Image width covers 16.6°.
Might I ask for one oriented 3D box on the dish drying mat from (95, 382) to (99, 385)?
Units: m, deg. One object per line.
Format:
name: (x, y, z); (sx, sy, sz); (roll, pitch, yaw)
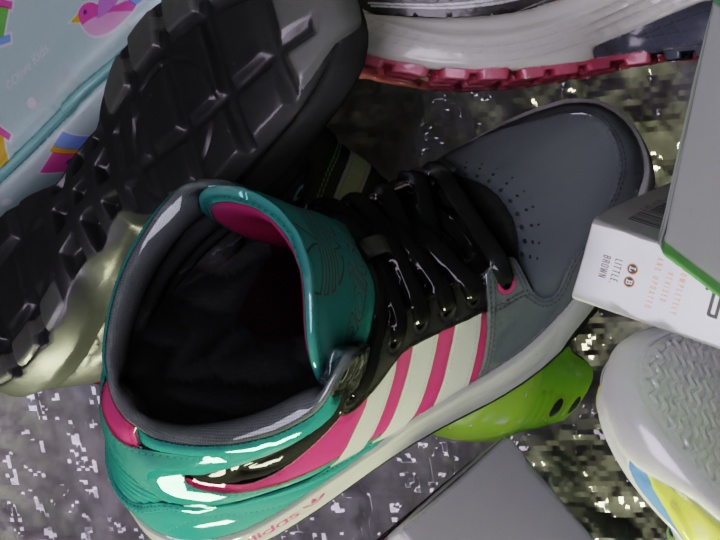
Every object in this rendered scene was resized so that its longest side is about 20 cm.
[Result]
dish drying mat: (-0.159, 0.003, 0.876); (0.077, 0.200, 0.018); (27, 86, 24)

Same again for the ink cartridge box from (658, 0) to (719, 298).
ink cartridge box: (0.205, -0.016, 0.661); (0.146, 0.200, 0.084); (-137, 51, -57)

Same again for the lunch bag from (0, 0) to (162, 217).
lunch bag: (-0.113, -0.107, 0.864); (0.200, 0.077, 0.161); (-38, 66, 28)

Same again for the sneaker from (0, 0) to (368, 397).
sneaker: (-0.052, -0.027, 0.798); (0.200, 0.079, 0.076); (-43, 51, 39)

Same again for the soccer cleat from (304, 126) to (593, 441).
soccer cleat: (-0.002, -0.006, 0.867); (0.200, 0.081, 0.068); (43, 111, 33)

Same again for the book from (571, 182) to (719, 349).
book: (0.179, 0.016, 0.741); (0.200, 0.134, 0.048); (20, 107, 21)

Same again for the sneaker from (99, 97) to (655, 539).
sneaker: (0.000, 0.000, 0.733); (0.200, 0.121, 0.084); (-39, 69, -5)

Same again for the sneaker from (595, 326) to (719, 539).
sneaker: (0.121, 0.097, 0.788); (0.200, 0.076, 0.105); (41, 137, -25)

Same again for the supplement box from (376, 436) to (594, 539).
supplement box: (0.023, 0.150, 0.859); (0.109, 0.061, 0.200); (50, 142, 4)

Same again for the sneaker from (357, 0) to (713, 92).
sneaker: (0.073, -0.098, 0.787); (0.200, 0.081, 0.075); (-8, 91, 5)
